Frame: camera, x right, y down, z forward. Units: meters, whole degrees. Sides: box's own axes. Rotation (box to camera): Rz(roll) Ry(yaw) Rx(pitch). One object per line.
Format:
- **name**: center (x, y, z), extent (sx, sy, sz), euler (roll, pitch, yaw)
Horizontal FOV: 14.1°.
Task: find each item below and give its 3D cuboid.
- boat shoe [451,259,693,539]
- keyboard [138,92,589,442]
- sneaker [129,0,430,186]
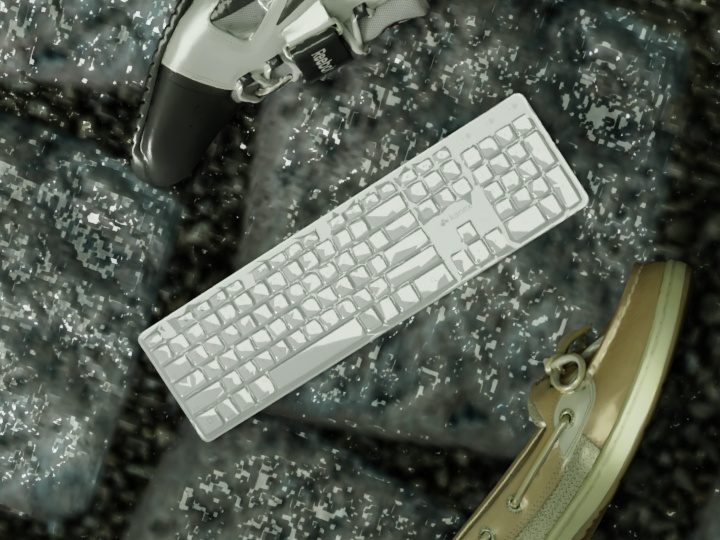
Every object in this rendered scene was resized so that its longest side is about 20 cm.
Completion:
- **boat shoe**: center (0.075, 0.080, 1.206), extent (0.063, 0.073, 0.201), euler (27, 107, 4)
- **keyboard**: center (0.000, 0.000, 1.245), extent (0.200, 0.011, 0.056), euler (-32, 87, 13)
- **sneaker**: center (-0.022, -0.111, 1.208), extent (0.088, 0.074, 0.200), euler (32, 96, 4)
